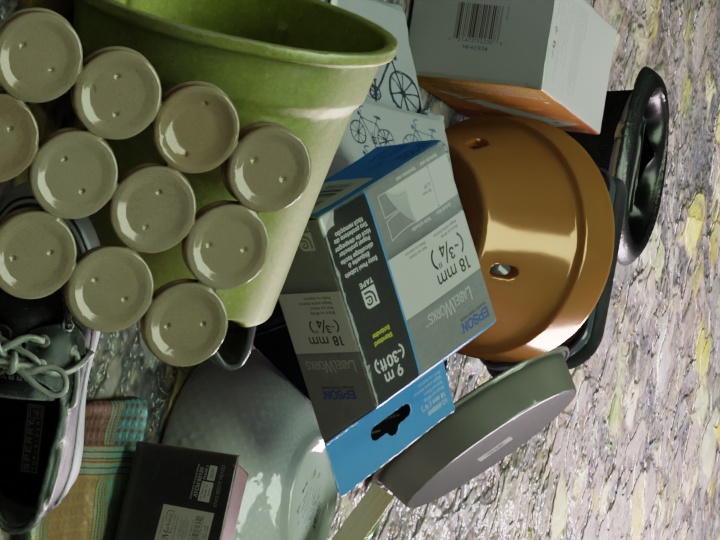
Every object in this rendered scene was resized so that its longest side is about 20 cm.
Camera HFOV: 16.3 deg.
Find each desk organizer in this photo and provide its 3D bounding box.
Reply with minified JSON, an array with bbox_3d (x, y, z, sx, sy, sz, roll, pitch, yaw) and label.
[{"bbox_3d":[-0.121,0.219,1.616,0.077,0.072,0.200,52,48,-66],"label":"desk organizer"}]

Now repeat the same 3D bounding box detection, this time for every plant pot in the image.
[{"bbox_3d":[-0.096,-0.071,1.502,0.200,0.200,0.184,-24,131,-67],"label":"plant pot"},{"bbox_3d":[0.080,-0.031,1.990,0.140,0.200,0.200,8,89,-53],"label":"plant pot"}]

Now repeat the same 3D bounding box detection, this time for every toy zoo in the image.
[{"bbox_3d":[-0.045,0.252,1.826,0.131,0.020,0.200,-50,173,-42],"label":"toy zoo"}]

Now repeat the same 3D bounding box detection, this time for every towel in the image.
[{"bbox_3d":[-0.177,0.180,1.576,0.147,0.022,0.200,3,94,-71],"label":"towel"}]

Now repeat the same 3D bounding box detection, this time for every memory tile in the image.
[{"bbox_3d":[-0.137,-0.044,1.381,0.153,0.200,0.017,-62,-155,5],"label":"memory tile"}]

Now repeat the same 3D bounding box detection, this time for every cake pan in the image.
[{"bbox_3d":[0.101,0.135,2.104,0.037,0.200,0.200,55,16,13],"label":"cake pan"}]

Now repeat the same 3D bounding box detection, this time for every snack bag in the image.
[{"bbox_3d":[0.000,-0.119,1.773,0.188,0.021,0.200,13,61,-51],"label":"snack bag"}]

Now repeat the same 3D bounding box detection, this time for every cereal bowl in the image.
[{"bbox_3d":[-0.070,0.156,1.772,0.200,0.083,0.200,6,90,-70],"label":"cereal bowl"}]

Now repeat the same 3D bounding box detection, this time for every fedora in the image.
[{"bbox_3d":[0.246,-0.108,2.524,0.201,0.091,0.201,8,90,-70],"label":"fedora"}]

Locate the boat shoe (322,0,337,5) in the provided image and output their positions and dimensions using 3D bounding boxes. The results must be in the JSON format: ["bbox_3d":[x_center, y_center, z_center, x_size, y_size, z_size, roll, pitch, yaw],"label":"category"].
[{"bbox_3d":[-0.071,-0.154,1.672,0.062,0.075,0.200,10,102,-49],"label":"boat shoe"}]

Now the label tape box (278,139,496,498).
[{"bbox_3d":[0.021,0.031,1.677,0.144,0.063,0.200,-34,112,-45],"label":"label tape box"}]

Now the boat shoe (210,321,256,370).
[{"bbox_3d":[-0.092,-0.033,1.637,0.065,0.074,0.202,-119,-154,-55],"label":"boat shoe"}]

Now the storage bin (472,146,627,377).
[{"bbox_3d":[0.128,-0.026,2.193,0.134,0.145,0.200,41,51,-38],"label":"storage bin"}]

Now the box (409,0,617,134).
[{"bbox_3d":[0.129,-0.186,2.133,0.200,0.124,0.098,21,77,-69],"label":"box"}]

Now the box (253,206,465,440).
[{"bbox_3d":[0.000,0.000,1.801,0.141,0.079,0.200,49,36,-38],"label":"box"}]

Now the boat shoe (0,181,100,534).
[{"bbox_3d":[-0.190,0.052,1.424,0.068,0.073,0.200,-68,169,-71],"label":"boat shoe"}]
